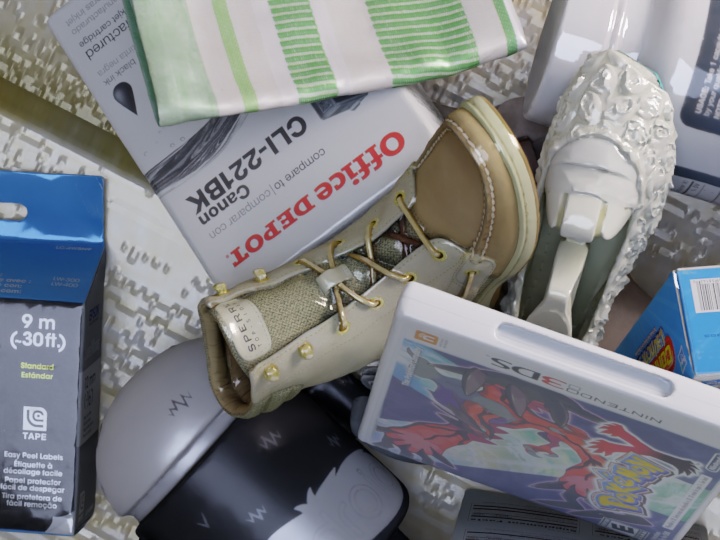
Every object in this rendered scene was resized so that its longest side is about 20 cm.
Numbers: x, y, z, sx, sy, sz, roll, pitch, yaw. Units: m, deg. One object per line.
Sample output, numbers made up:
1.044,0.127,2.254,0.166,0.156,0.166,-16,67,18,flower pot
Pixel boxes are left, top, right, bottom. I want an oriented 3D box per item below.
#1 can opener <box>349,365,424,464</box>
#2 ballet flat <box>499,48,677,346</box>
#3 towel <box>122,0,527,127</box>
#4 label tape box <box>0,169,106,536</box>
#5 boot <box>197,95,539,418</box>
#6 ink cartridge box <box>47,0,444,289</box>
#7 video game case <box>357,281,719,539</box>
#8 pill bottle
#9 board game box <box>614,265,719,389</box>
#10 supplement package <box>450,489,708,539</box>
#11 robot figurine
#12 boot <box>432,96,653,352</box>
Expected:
0.093,0.084,1.370,0.200,0.053,0.067,8,76,-3,can opener
0.113,-0.012,1.261,0.072,0.072,0.200,15,118,4,ballet flat
-0.026,-0.157,1.272,0.200,0.023,0.153,-10,67,-17,towel
-0.222,0.044,1.401,0.143,0.066,0.200,4,99,5,label tape box
0.000,0.000,1.230,0.154,0.200,0.072,-21,68,-21,boot
-0.051,-0.091,1.327,0.144,0.084,0.200,-36,73,9,ink cartridge box
0.095,0.078,1.238,0.182,0.200,0.023,19,69,2,video game case
0.194,-0.096,1.304,0.200,0.120,0.120,17,98,-3,pill bottle
0.234,0.051,1.266,0.200,0.196,0.056,-4,70,-9,board game box
0.108,0.239,1.324,0.147,0.200,0.192,8,98,5,supplement package
-0.055,0.128,1.367,0.200,0.150,0.125,42,120,-1,robot figurine
0.112,-0.024,1.361,0.200,0.070,0.147,4,90,-2,boot
